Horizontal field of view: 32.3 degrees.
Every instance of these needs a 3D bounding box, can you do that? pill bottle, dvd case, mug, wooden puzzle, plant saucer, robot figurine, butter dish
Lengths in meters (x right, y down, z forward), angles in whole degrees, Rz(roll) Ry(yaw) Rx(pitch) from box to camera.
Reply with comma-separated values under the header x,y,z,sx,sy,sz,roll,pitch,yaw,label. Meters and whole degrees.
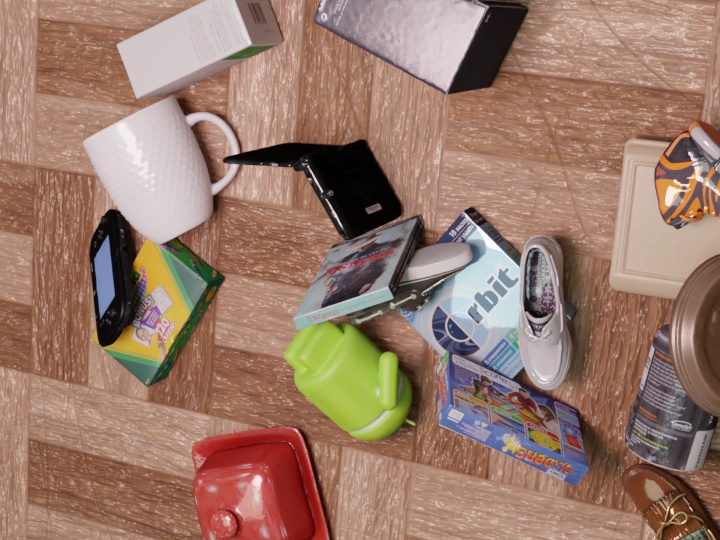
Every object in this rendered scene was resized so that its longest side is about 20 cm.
x,y,z,sx,sy,sz,roll,pitch,yaw,label
0.405,0.139,1.554,0.105,0.106,0.202,18,107,18,pill bottle
0.000,0.000,1.646,0.145,0.200,0.022,-19,112,25,dvd case
-0.266,-0.147,1.767,0.199,0.148,0.177,-27,99,-5,mug
0.413,-0.059,1.554,0.183,0.037,0.202,9,108,20,wooden puzzle
0.456,0.078,1.490,0.029,0.198,0.202,-1,104,66,plant saucer
-0.010,0.152,1.702,0.200,0.116,0.175,44,157,-22,robot figurine
-0.169,0.347,1.810,0.197,0.148,0.202,-12,96,23,butter dish

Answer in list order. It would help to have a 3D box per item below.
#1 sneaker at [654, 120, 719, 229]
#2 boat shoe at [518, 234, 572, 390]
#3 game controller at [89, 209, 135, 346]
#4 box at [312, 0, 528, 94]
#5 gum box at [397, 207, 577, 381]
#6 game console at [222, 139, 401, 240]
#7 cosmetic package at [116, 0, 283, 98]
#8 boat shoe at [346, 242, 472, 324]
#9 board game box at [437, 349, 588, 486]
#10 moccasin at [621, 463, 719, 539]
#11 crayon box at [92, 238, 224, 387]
x,y,z,sx,sy,sz,roll,pitch,yaw,label
0.434,-0.073,1.487,0.200,0.077,0.112,50,121,14,sneaker
0.232,0.058,1.582,0.071,0.068,0.203,6,102,20,boat shoe
-0.369,0.011,1.828,0.104,0.042,0.202,-42,47,35,game controller
0.078,-0.317,1.547,0.197,0.200,0.124,30,110,14,box
0.161,0.047,1.671,0.200,0.044,0.170,44,113,8,gum box
-0.058,-0.110,1.645,0.116,0.200,0.177,-30,89,25,game console
-0.222,-0.315,1.723,0.198,0.107,0.086,-21,93,26,cosmetic package
0.064,0.018,1.648,0.198,0.071,0.064,-19,108,24,boat shoe
0.193,0.187,1.598,0.198,0.136,0.035,25,115,-9,board game box
0.411,0.337,1.606,0.073,0.078,0.202,-36,86,24,moccasin
-0.303,0.057,1.856,0.118,0.058,0.201,37,112,12,crayon box
